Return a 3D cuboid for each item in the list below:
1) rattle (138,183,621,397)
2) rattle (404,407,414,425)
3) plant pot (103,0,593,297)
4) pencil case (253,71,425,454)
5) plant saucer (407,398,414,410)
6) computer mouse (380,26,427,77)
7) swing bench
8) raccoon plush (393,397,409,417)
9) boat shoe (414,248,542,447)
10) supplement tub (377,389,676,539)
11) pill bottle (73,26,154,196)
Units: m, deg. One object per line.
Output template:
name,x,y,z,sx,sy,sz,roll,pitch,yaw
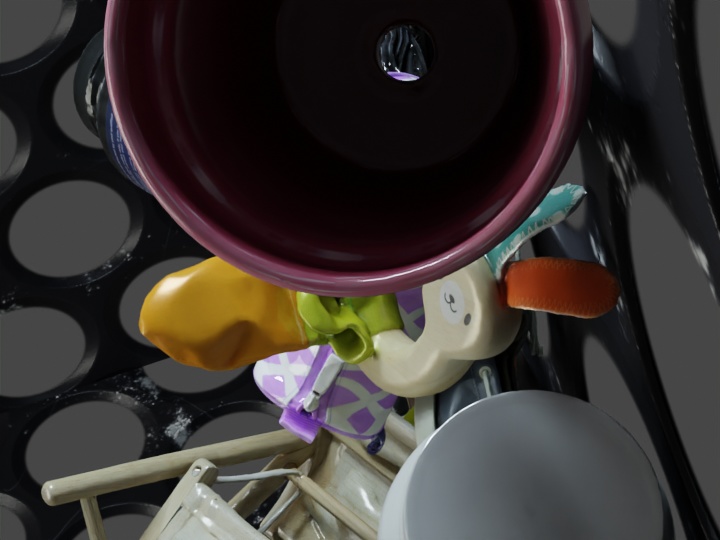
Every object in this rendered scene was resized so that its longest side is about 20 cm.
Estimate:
rattle,0.007,0.003,1.329,0.200,0.142,0.131,16,93,58
rattle,0.080,0.128,1.693,0.143,0.130,0.200,61,147,6
plant pot,0.005,-0.096,1.206,0.179,0.199,0.201,-33,-75,-80
pencil case,0.007,-0.006,1.484,0.201,0.084,0.085,-69,-14,17
plant saucer,0.077,0.159,2.090,0.200,0.032,0.201,163,90,-85
computer mouse,0.039,-0.058,1.642,0.139,0.052,0.201,-93,-2,-61
swing bench,-0.039,0.169,1.577,0.199,0.200,0.130,35,145,46
raccoon plush,0.019,0.125,2.304,0.200,0.096,0.135,164,96,-85
boat shoe,0.067,0.030,1.538,0.075,0.062,0.201,62,-155,-45
supplement tub,0.079,0.149,1.377,0.200,0.144,0.145,92,159,-68
pill bottle,-0.091,-0.088,1.692,0.200,0.112,0.112,30,143,50
